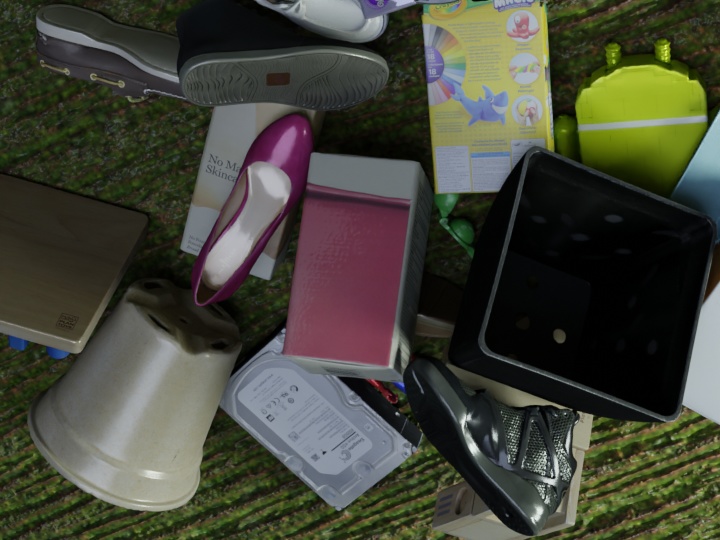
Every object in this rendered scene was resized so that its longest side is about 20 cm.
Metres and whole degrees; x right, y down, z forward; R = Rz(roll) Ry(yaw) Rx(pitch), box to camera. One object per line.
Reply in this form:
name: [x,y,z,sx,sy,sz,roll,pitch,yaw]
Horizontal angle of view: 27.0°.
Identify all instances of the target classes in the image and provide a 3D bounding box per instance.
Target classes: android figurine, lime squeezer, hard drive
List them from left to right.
hard drive: [-0.049,0.158,1.637,0.200,0.038,0.140,43,121,-11]
lime squeezer: [0.110,-0.058,1.508,0.070,0.038,0.201,-16,115,-15]
android figurine: [0.270,-0.122,1.430,0.181,0.041,0.201,-4,115,15]

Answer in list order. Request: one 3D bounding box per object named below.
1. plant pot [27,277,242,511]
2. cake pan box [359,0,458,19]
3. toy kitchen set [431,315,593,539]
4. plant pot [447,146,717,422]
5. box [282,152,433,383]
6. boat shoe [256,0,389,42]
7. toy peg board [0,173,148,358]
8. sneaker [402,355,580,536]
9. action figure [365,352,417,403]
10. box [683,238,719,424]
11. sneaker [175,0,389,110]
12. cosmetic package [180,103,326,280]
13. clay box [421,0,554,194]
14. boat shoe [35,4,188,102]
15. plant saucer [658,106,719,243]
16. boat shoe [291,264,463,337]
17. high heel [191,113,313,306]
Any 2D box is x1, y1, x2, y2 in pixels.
plant pot: [-0.220,0.118,1.580,0.200,0.201,0.184,30,111,-3]
cake pan box: [0.062,-0.340,1.345,0.184,0.052,0.201,-14,100,21]
toy kitchen set: [0.123,0.156,1.540,0.163,0.201,0.180,19,157,-15]
plant pot: [0.185,0.031,1.403,0.199,0.200,0.177,21,160,-14]
box: [0.000,0.000,1.451,0.108,0.128,0.201,6,80,10]
boat shoe: [-0.068,-0.269,1.417,0.200,0.070,0.071,30,118,-3]
toy peg board: [-0.348,0.014,1.558,0.199,0.200,0.098,15,134,5]
sneaker: [0.129,0.140,1.409,0.200,0.114,0.076,48,155,-6]
action figure: [0.044,0.105,1.591,0.200,0.052,0.066,30,123,-1]
box: [0.367,0.029,1.436,0.097,0.124,0.200,29,118,-2]
sneaker: [-0.076,-0.213,1.421,0.199,0.106,0.075,0,137,-14]
cosmetic package: [-0.106,-0.103,1.506,0.105,0.071,0.201,18,118,4]
clay box: [0.122,-0.175,1.419,0.114,0.048,0.201,-1,103,15]
boat shoe: [-0.230,-0.204,1.487,0.199,0.072,0.060,19,124,7]
plant saucer: [0.350,-0.122,1.391,0.070,0.019,0.201,20,110,-16]
boat shoe: [0.025,0.038,1.553,0.199,0.071,0.065,15,127,12]
high heel: [-0.106,-0.056,1.434,0.067,0.096,0.200,33,118,-6]
